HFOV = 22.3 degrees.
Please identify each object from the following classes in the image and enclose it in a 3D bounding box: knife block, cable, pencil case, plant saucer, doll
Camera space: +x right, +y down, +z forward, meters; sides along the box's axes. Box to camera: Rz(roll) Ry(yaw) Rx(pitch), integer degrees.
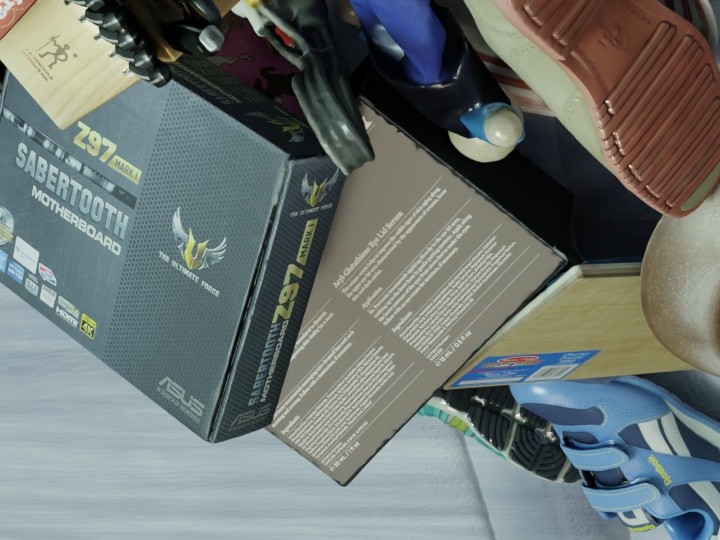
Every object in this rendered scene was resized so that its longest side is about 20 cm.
[{"bbox_3d":[-0.076,-0.145,0.796,0.175,0.201,0.064,-28,113,30],"label":"knife block"},{"bbox_3d":[-0.033,-0.100,0.869,0.050,0.201,0.097,-22,138,6],"label":"cable"},{"bbox_3d":[-0.094,-0.068,1.007,0.082,0.087,0.200,2,153,-34],"label":"pencil case"},{"bbox_3d":[0.243,-0.003,0.935,0.199,0.037,0.201,-9,136,-9],"label":"plant saucer"},{"bbox_3d":[0.032,-0.104,0.859,0.136,0.048,0.200,44,178,33],"label":"doll"}]

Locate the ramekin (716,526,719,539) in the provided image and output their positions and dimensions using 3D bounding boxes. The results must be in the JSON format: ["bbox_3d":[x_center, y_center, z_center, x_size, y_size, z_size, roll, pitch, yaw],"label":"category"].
[{"bbox_3d":[0.271,0.160,1.099,0.097,0.201,0.201,14,148,17],"label":"ramekin"}]

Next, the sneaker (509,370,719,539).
[{"bbox_3d":[0.170,0.116,1.150,0.199,0.083,0.074,29,165,-28],"label":"sneaker"}]

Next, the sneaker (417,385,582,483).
[{"bbox_3d":[0.068,0.072,1.183,0.199,0.078,0.080,30,164,-12],"label":"sneaker"}]

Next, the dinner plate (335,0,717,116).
[{"bbox_3d":[0.076,-0.136,0.879,0.199,0.024,0.201,17,156,8],"label":"dinner plate"}]

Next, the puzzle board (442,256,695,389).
[{"bbox_3d":[0.161,0.026,1.028,0.198,0.018,0.151,-2,156,-30],"label":"puzzle board"}]

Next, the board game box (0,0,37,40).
[{"bbox_3d":[-0.171,-0.141,0.813,0.103,0.201,0.019,-42,119,18],"label":"board game box"}]

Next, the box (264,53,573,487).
[{"bbox_3d":[0.000,0.000,0.999,0.141,0.079,0.200,36,119,-13],"label":"box"}]

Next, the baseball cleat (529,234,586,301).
[{"bbox_3d":[0.045,-0.016,1.066,0.198,0.070,0.107,17,132,-8],"label":"baseball cleat"}]

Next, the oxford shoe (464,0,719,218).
[{"bbox_3d":[0.105,-0.101,0.836,0.074,0.071,0.200,30,165,50],"label":"oxford shoe"}]

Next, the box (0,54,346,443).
[{"bbox_3d":[-0.107,-0.032,0.919,0.199,0.051,0.159,33,118,30],"label":"box"}]

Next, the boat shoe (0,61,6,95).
[{"bbox_3d":[-0.192,-0.136,0.972,0.074,0.067,0.200,-11,138,34],"label":"boat shoe"}]
